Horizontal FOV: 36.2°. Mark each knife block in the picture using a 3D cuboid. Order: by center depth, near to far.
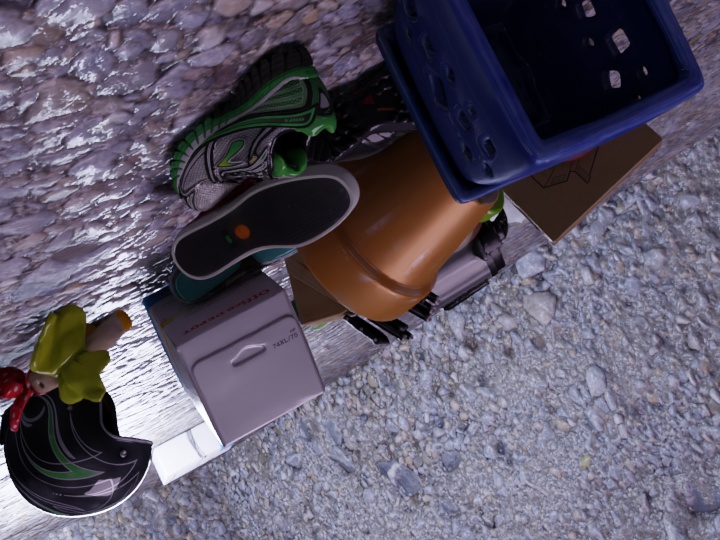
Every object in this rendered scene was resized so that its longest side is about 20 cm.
[{"bbox_3d":[0.000,0.000,1.369,0.173,0.203,0.064,-17,173,12],"label":"knife block"}]

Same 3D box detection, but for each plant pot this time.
[{"bbox_3d":[0.137,-0.182,0.947,0.198,0.202,0.180,-25,177,-25],"label":"plant pot"},{"bbox_3d":[0.047,-0.076,1.225,0.183,0.202,0.199,-37,168,31],"label":"plant pot"}]

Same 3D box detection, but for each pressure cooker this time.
[{"bbox_3d":[0.135,-0.046,1.709,0.198,0.177,0.179,-31,154,2],"label":"pressure cooker"}]

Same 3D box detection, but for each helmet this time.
[{"bbox_3d":[-0.405,0.258,1.581,0.198,0.193,0.200,-28,171,-5],"label":"helmet"}]

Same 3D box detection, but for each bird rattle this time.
[{"bbox_3d":[-0.352,0.115,1.322,0.199,0.113,0.163,-35,-174,44],"label":"bird rattle"}]

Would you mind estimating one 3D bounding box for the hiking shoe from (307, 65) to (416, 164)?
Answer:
[{"bbox_3d":[0.024,-0.165,1.128,0.197,0.077,0.101,-21,-179,-8],"label":"hiking shoe"}]

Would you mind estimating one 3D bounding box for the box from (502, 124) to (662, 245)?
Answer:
[{"bbox_3d":[0.275,-0.157,1.473,0.200,0.164,0.021,-43,158,-1],"label":"box"}]

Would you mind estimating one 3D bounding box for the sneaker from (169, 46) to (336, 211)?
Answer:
[{"bbox_3d":[-0.099,-0.106,0.974,0.078,0.086,0.199,-19,166,-48],"label":"sneaker"}]

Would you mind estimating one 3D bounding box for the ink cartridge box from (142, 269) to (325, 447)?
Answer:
[{"bbox_3d":[-0.160,0.091,1.362,0.145,0.148,0.200,-27,-157,-14],"label":"ink cartridge box"}]

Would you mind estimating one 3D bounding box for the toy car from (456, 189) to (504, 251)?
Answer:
[{"bbox_3d":[0.124,-0.126,1.396,0.199,0.159,0.164,-37,-178,-43],"label":"toy car"}]

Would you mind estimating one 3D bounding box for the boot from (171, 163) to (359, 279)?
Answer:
[{"bbox_3d":[-0.084,-0.076,1.087,0.198,0.073,0.145,-20,-155,22],"label":"boot"}]

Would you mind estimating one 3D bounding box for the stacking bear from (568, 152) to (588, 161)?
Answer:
[{"bbox_3d":[0.256,-0.223,1.373,0.120,0.115,0.200,-14,163,4],"label":"stacking bear"}]

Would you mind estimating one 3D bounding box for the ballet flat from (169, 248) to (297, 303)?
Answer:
[{"bbox_3d":[-0.145,-0.028,1.334,0.198,0.075,0.074,-26,170,-13],"label":"ballet flat"}]

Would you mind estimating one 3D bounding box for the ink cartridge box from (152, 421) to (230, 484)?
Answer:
[{"bbox_3d":[-0.435,0.464,2.855,0.198,0.087,0.147,-25,169,-21],"label":"ink cartridge box"}]

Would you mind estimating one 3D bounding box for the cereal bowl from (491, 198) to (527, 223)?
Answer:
[{"bbox_3d":[0.311,-0.145,2.002,0.198,0.084,0.200,-29,169,-6],"label":"cereal bowl"}]

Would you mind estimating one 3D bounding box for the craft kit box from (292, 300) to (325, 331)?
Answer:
[{"bbox_3d":[-0.046,0.049,2.047,0.199,0.049,0.197,-33,167,17],"label":"craft kit box"}]
